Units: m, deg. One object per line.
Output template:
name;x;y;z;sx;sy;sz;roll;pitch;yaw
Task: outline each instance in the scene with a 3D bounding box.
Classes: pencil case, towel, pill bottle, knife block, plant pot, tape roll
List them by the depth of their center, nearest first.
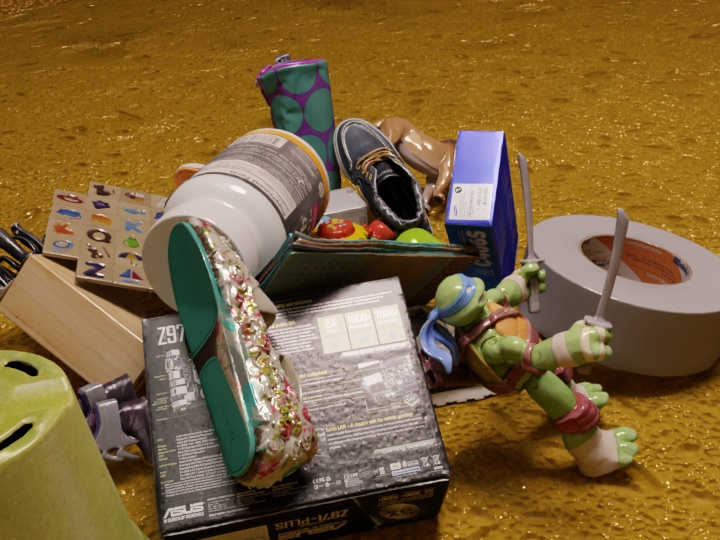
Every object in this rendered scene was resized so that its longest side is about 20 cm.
plant pot;-0.227;0.160;0.539;0.198;0.186;0.201;-3;29;2
towel;-0.012;0.018;0.722;0.199;0.147;0.022;1;57;-40
pill bottle;-0.107;-0.045;0.783;0.115;0.117;0.200;4;28;15
knife block;-0.291;0.028;0.817;0.175;0.064;0.200;29;9;-36
tape roll;0.250;0.017;0.823;0.198;0.067;0.201;8;27;-4
pencil case;-0.075;-0.165;1.098;0.091;0.202;0.085;-8;21;-1

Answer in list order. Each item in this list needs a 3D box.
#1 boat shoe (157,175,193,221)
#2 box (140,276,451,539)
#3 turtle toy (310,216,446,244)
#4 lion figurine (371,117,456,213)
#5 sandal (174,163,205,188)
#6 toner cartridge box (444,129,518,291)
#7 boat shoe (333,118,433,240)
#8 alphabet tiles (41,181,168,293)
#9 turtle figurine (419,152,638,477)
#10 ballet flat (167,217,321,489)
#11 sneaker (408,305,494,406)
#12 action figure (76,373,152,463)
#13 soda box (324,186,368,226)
boat shoe;-0.163;-0.066;0.915;0.071;0.068;0.200;17;25;2
box;-0.051;0.109;0.642;0.198;0.086;0.165;-10;59;-8
turtle toy;0.000;0.000;0.890;0.198;0.102;0.146;6;30;18
lion figurine;0.075;-0.151;1.128;0.199;0.072;0.123;33;61;-9
sandal;-0.185;-0.092;1.123;0.205;0.080;0.059;9;31;40
toner cartridge box;0.117;-0.036;0.821;0.043;0.200;0.096;5;65;16
boat shoe;0.025;-0.115;1.014;0.070;0.091;0.201;-28;67;-5
alphabet tiles;-0.232;-0.036;0.891;0.165;0.006;0.201;10;28;-19
turtle figurine;0.157;0.045;0.661;0.200;0.194;0.143;-50;30;-21
ballet flat;-0.081;0.053;0.596;0.063;0.076;0.201;2;55;-38
sneaker;0.075;0.068;0.780;0.198;0.081;0.076;-15;28;-22
action figure;-0.269;0.132;0.690;0.198;0.070;0.130;-6;3;-26
soda box;-0.091;-0.038;1.008;0.198;0.069;0.064;-13;30;-15
